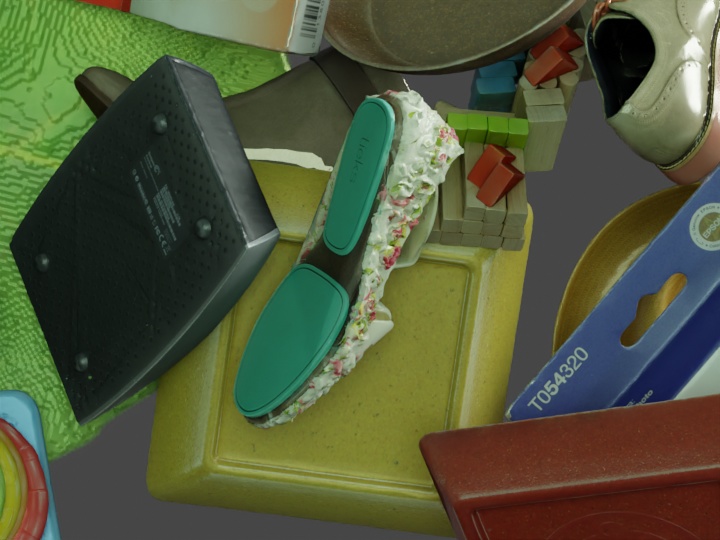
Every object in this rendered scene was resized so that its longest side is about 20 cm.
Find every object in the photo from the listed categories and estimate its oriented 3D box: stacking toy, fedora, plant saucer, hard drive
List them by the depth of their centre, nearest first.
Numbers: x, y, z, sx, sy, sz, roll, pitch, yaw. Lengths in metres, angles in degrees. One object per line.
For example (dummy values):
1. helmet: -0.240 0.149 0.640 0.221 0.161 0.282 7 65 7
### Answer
1. plant saucer: 0.148 0.163 1.560 0.199 0.037 0.200 -9 123 22
2. stacking toy: -0.229 0.120 1.574 0.109 0.200 0.117 -10 83 -2
3. hard drive: -0.119 -0.015 1.602 0.042 0.200 0.136 -7 64 -39
4. plant saucer: -0.011 0.048 1.627 0.198 0.048 0.202 7 99 -5
5. fedora: 0.202 0.045 1.644 0.199 0.082 0.202 0 83 0
6. plant saucer: 0.068 -0.179 1.654 0.199 0.037 0.201 -18 44 18

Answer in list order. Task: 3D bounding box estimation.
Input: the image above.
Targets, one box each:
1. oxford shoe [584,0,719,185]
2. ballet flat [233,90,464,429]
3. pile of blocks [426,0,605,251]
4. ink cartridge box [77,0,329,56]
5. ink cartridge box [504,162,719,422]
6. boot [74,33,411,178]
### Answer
1. oxford shoe: 0.162 -0.141 1.607 0.075 0.070 0.201 27 38 -28
2. ballet flat: 0.000 0.000 1.565 0.064 0.076 0.201 16 106 -39
3. pile of blocks: 0.086 -0.100 1.630 0.082 0.062 0.201 23 53 7
4. ink cartridge box: -0.102 -0.221 1.651 0.199 0.050 0.163 14 96 19
5. ink cartridge box: 0.214 0.071 1.575 0.200 0.043 0.197 38 97 -16
6. boot: -0.047 -0.083 1.672 0.146 0.070 0.200 -43 89 -8
